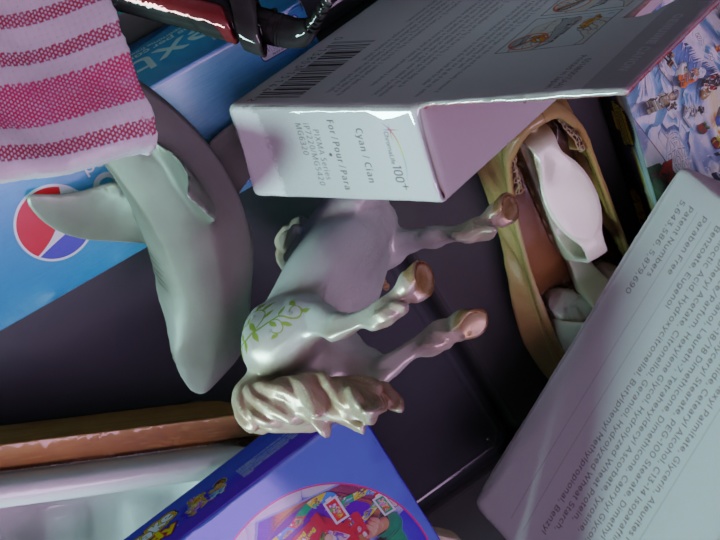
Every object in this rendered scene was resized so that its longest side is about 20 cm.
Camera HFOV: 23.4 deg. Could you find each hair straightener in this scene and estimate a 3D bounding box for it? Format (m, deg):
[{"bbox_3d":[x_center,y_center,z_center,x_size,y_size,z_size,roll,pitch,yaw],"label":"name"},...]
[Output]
[{"bbox_3d":[-0.086,-0.137,0.680,0.077,0.199,0.041,-69,159,-12],"label":"hair straightener"}]

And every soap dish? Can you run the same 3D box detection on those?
[{"bbox_3d":[-0.138,0.141,0.806,0.199,0.081,0.158,-5,112,-17],"label":"soap dish"}]

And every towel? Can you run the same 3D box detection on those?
[{"bbox_3d":[-0.167,-0.121,0.621,0.146,0.030,0.201,-13,73,-28],"label":"towel"}]

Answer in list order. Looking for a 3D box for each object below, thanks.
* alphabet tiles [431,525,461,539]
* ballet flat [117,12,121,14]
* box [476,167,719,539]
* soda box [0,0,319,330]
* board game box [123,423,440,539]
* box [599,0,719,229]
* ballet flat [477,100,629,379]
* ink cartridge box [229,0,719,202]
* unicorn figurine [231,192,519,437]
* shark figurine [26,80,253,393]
[{"bbox_3d":[-0.024,0.204,0.818,0.195,0.015,0.201,14,104,-22],"label":"alphabet tiles"},{"bbox_3d":[-0.034,-0.160,0.742,0.199,0.069,0.070,-15,114,-12],"label":"ballet flat"},{"bbox_3d":[0.200,0.085,0.840,0.198,0.131,0.201,17,109,-43],"label":"box"},{"bbox_3d":[-0.107,-0.049,0.750,0.199,0.068,0.064,-30,117,-7],"label":"soda box"},{"bbox_3d":[-0.053,0.166,0.743,0.200,0.045,0.135,-36,106,-15],"label":"board game box"},{"bbox_3d":[0.181,-0.109,0.845,0.136,0.040,0.201,-25,116,-9],"label":"box"},{"bbox_3d":[0.103,-0.002,0.846,0.068,0.063,0.201,-31,117,-8],"label":"ballet flat"},{"bbox_3d":[0.074,-0.091,0.692,0.200,0.175,0.045,-42,124,-44],"label":"ink cartridge box"},{"bbox_3d":[0.000,0.000,0.728,0.137,0.200,0.074,-22,103,37],"label":"unicorn figurine"},{"bbox_3d":[-0.097,-0.043,0.670,0.214,0.090,0.128,35,95,-30],"label":"shark figurine"}]
